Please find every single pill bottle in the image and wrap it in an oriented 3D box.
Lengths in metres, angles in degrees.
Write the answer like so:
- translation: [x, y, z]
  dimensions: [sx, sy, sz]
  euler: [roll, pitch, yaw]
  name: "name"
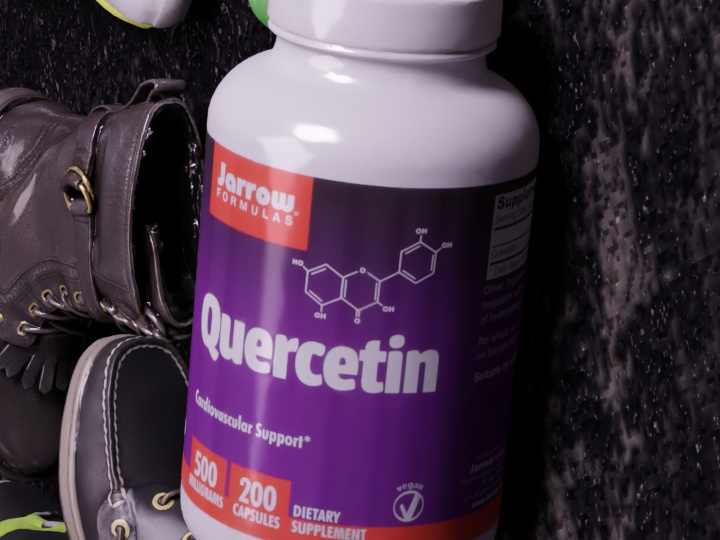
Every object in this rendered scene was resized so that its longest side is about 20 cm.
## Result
- translation: [0.000, 0.000, 0.883]
  dimensions: [0.112, 0.112, 0.202]
  euler: [31, 121, 56]
  name: "pill bottle"

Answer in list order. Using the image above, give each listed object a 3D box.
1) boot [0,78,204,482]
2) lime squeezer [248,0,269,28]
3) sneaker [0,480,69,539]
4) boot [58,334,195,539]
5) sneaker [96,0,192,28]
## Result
- translation: [-0.121, 0.010, 1.154]
  dimensions: [0.174, 0.069, 0.202]
  euler: [16, 110, 56]
  name: "boot"
- translation: [-0.005, -0.111, 0.970]
  dimensions: [0.071, 0.038, 0.200]
  euler: [-54, 38, 6]
  name: "lime squeezer"
- translation: [-0.104, 0.140, 1.160]
  dimensions: [0.200, 0.071, 0.083]
  euler: [45, 112, 44]
  name: "sneaker"
- translation: [-0.047, 0.111, 1.013]
  dimensions: [0.150, 0.073, 0.202]
  euler: [-21, 70, 50]
  name: "boot"
- translation: [-0.145, -0.162, 1.132]
  dimensions: [0.200, 0.104, 0.076]
  euler: [48, 135, 48]
  name: "sneaker"
